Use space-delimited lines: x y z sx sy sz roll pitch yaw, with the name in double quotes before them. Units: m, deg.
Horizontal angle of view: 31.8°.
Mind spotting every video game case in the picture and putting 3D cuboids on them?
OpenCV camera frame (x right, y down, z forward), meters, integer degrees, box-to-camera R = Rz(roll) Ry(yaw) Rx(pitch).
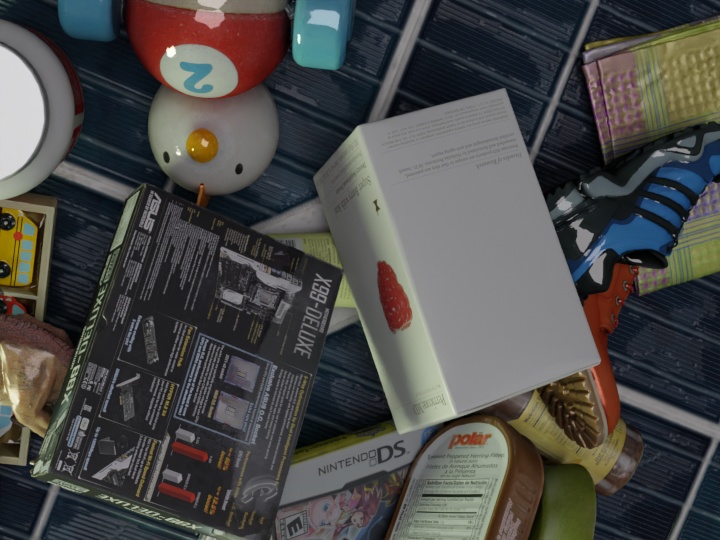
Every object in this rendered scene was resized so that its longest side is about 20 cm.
"video game case" 0.003 0.221 0.959 0.179 0.025 0.203 -12 102 -39

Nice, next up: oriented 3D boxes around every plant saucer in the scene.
"plant saucer" 0.108 0.228 0.929 0.031 0.200 0.202 26 94 -7

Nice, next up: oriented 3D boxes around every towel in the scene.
"towel" 0.257 -0.095 0.999 0.142 0.023 0.203 -16 102 -8

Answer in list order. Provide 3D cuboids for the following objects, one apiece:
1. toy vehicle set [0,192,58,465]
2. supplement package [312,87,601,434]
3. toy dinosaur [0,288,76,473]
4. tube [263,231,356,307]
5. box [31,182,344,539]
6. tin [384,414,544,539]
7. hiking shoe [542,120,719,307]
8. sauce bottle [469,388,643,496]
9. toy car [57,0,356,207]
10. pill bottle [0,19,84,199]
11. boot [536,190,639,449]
"toy vehicle set" -0.289 0.037 0.902 0.122 0.027 0.203 7 108 -10
"supplement package" 0.063 -0.003 0.890 0.118 0.121 0.203 -16 82 -21
"toy dinosaur" -0.242 0.053 0.849 0.197 0.086 0.137 14 111 -8
"tube" 0.000 0.000 0.958 0.197 0.052 0.059 -1 130 -13
"box" -0.110 0.065 0.847 0.156 0.050 0.203 23 70 -22
"tin" 0.066 0.196 0.907 0.042 0.111 0.202 43 56 -35
"hiking shoe" 0.212 -0.046 0.933 0.198 0.074 0.088 -24 90 -20
"sauce bottle" 0.126 0.103 0.987 0.199 0.065 0.065 32 92 -11
"toy car" -0.102 -0.118 0.868 0.181 0.177 0.203 6 110 0
"pill bottle" -0.239 -0.106 0.820 0.110 0.200 0.114 -1 99 -10
"boot" 0.174 0.029 0.950 0.106 0.075 0.203 -7 72 -20
